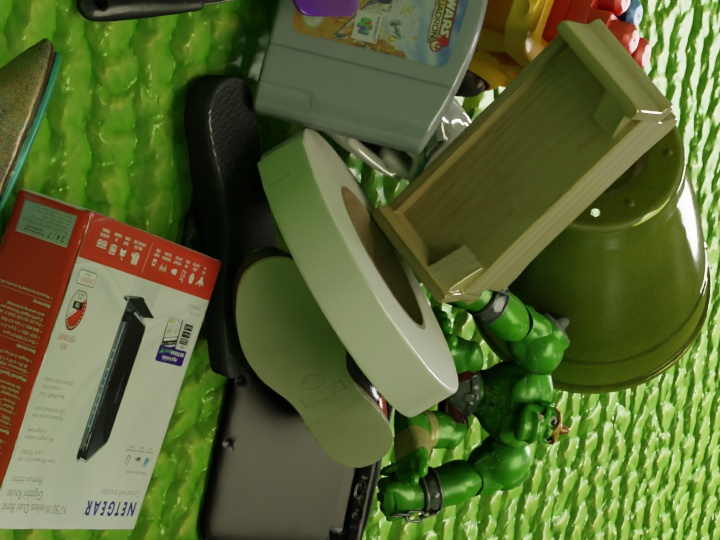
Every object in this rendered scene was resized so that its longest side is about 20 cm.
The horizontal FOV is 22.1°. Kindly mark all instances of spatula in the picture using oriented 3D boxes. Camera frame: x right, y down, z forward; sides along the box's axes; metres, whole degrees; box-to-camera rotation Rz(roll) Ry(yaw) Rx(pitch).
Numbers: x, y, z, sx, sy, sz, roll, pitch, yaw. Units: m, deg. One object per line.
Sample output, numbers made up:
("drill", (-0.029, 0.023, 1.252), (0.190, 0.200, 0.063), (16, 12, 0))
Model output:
("spatula", (-0.082, -0.170, 1.119), (0.199, 0.021, 0.057), (-14, 80, -31))

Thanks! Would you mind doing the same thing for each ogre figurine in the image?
("ogre figurine", (0.089, 0.093, 1.366), (0.119, 0.098, 0.202), (5, 91, -27))

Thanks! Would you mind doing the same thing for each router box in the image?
("router box", (-0.164, 0.059, 1.082), (0.200, 0.048, 0.181), (23, 84, -72))

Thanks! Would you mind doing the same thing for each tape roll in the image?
("tape roll", (0.000, 0.000, 1.208), (0.037, 0.204, 0.203), (-29, 144, 9))

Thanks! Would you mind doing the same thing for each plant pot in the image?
("plant pot", (0.178, -0.037, 1.410), (0.201, 0.199, 0.193), (-57, 162, -23))

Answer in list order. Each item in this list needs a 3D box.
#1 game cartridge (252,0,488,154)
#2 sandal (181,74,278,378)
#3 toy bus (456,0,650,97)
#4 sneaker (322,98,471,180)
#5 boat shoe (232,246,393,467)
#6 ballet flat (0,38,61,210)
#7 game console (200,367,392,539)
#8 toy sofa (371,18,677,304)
("game cartridge", (0.017, -0.184, 1.196), (0.042, 0.132, 0.202), (69, 34, -79))
("sandal", (-0.091, -0.030, 1.210), (0.076, 0.043, 0.202), (-29, 120, -57))
("toy bus", (0.105, -0.195, 1.284), (0.200, 0.191, 0.137), (30, 81, -55))
("sneaker", (0.027, -0.092, 1.291), (0.075, 0.089, 0.199), (-51, 146, 16))
("boat shoe", (-0.033, 0.050, 1.231), (0.063, 0.071, 0.201), (-104, 168, -48))
("ballet flat", (-0.220, -0.037, 0.983), (0.067, 0.068, 0.202), (19, 88, -17))
("game console", (-0.034, 0.099, 1.366), (0.176, 0.115, 0.202), (-58, 160, -82))
("toy sofa", (0.112, -0.071, 1.239), (0.200, 0.083, 0.097), (-45, 163, 23))
